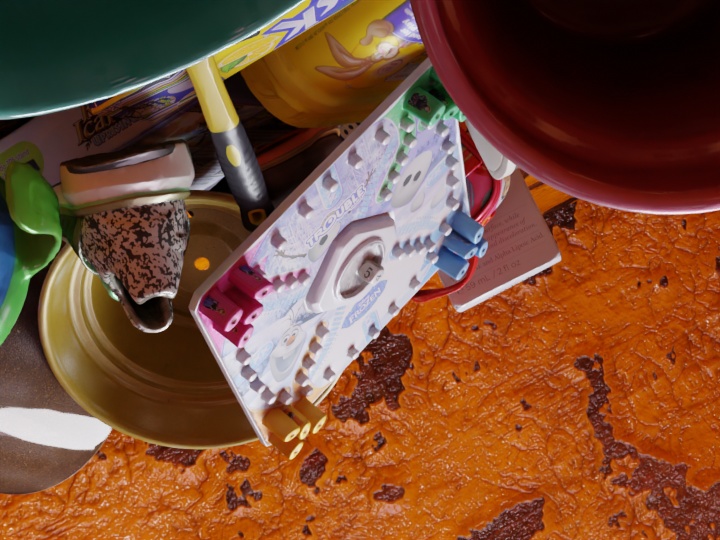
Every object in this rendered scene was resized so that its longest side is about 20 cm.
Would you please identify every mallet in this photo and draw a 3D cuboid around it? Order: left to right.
[{"bbox_3d":[-0.056,-0.076,0.635,0.066,0.041,0.200,-17,151,7],"label":"mallet"}]

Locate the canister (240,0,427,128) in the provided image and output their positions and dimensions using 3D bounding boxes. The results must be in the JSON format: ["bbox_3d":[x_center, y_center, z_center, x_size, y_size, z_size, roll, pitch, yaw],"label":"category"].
[{"bbox_3d":[0.042,-0.167,0.748,0.200,0.087,0.148,-32,172,32],"label":"canister"}]

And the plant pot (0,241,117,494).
[{"bbox_3d":[-0.284,0.049,0.895,0.187,0.187,0.200,-28,159,18],"label":"plant pot"}]

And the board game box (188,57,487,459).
[{"bbox_3d":[0.000,0.000,0.793,0.200,0.026,0.200,-46,155,-16],"label":"board game box"}]

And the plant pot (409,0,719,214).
[{"bbox_3d":[0.116,-0.141,0.547,0.200,0.200,0.179,-28,-165,10],"label":"plant pot"}]

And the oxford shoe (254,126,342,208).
[{"bbox_3d":[-0.031,-0.051,0.908,0.071,0.073,0.200,-26,175,5],"label":"oxford shoe"}]

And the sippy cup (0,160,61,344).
[{"bbox_3d":[-0.246,-0.015,0.656,0.178,0.140,0.130,-45,164,-2],"label":"sippy cup"}]

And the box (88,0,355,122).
[{"bbox_3d":[-0.046,-0.146,0.644,0.200,0.064,0.070,-29,174,16],"label":"box"}]

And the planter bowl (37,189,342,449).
[{"bbox_3d":[-0.106,0.015,0.897,0.200,0.201,0.084,-28,-149,13],"label":"planter bowl"}]

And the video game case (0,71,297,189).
[{"bbox_3d":[-0.130,-0.081,0.856,0.181,0.046,0.200,-27,174,21],"label":"video game case"}]

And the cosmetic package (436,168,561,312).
[{"bbox_3d":[0.080,-0.076,1.134,0.102,0.200,0.074,-28,174,5],"label":"cosmetic package"}]

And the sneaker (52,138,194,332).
[{"bbox_3d":[-0.126,-0.009,0.722,0.077,0.089,0.200,-9,176,-11],"label":"sneaker"}]

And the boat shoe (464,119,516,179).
[{"bbox_3d":[0.093,-0.106,0.751,0.062,0.073,0.200,-25,168,-6],"label":"boat shoe"}]

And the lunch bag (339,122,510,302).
[{"bbox_3d":[0.015,-0.047,1.069,0.200,0.176,0.082,-45,179,19],"label":"lunch bag"}]

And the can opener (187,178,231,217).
[{"bbox_3d":[-0.063,-0.096,0.999,0.200,0.063,0.079,-31,-164,24],"label":"can opener"}]

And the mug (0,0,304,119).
[{"bbox_3d":[-0.093,-0.123,0.390,0.185,0.115,0.152,-24,174,-17],"label":"mug"}]
